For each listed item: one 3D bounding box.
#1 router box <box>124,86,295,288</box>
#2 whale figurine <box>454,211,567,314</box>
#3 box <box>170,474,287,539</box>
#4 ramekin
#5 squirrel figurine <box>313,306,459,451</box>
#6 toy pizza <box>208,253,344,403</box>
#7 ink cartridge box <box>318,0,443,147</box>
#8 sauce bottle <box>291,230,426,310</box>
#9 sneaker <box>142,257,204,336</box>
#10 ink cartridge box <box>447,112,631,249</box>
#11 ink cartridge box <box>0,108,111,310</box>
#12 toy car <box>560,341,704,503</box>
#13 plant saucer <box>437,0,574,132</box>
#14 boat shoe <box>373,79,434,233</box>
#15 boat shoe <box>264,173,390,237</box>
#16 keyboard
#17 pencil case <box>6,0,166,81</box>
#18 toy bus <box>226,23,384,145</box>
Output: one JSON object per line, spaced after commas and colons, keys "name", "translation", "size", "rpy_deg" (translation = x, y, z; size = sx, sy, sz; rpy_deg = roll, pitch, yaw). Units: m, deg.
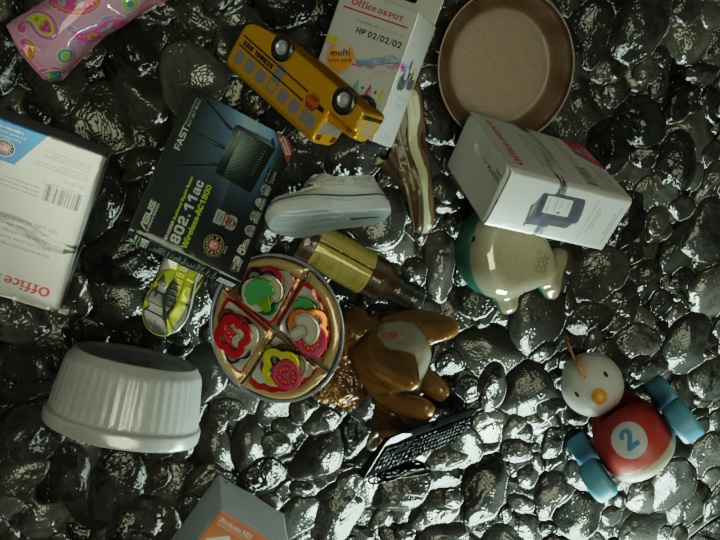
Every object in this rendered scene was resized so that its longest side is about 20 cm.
{"name": "router box", "translation": [-0.184, -0.101, 0.954], "size": [0.147, 0.062, 0.204], "rpy_deg": [24, 74, -16]}
{"name": "whale figurine", "translation": [0.213, -0.019, 1.095], "size": [0.197, 0.103, 0.163], "rpy_deg": [16, 85, -39]}
{"name": "box", "translation": [-0.211, 0.424, 1.105], "size": [0.123, 0.098, 0.202], "rpy_deg": [35, 95, -18]}
{"name": "ramekin", "translation": [-0.292, 0.154, 0.972], "size": [0.198, 0.202, 0.097], "rpy_deg": [13, 89, -15]}
{"name": "squirrel figurine", "translation": [0.028, 0.156, 1.081], "size": [0.196, 0.142, 0.190], "rpy_deg": [16, 130, 18]}
{"name": "toy pizza", "translation": [-0.117, 0.080, 1.027], "size": [0.195, 0.032, 0.205], "rpy_deg": [2, 98, 15]}
{"name": "ink cartridge box", "translation": [0.016, -0.273, 0.961], "size": [0.113, 0.068, 0.204], "rpy_deg": [24, 100, 21]}
{"name": "sauce bottle", "translation": [0.000, 0.000, 1.058], "size": [0.198, 0.065, 0.065], "rpy_deg": [30, 97, -17]}
{"name": "sneaker", "translation": [-0.231, -0.012, 1.004], "size": [0.074, 0.084, 0.203], "rpy_deg": [31, 75, -15]}
{"name": "ink cartridge box", "translation": [0.231, -0.117, 1.011], "size": [0.196, 0.146, 0.085], "rpy_deg": [10, 124, -25]}
{"name": "ink cartridge box", "translation": [-0.406, -0.074, 0.939], "size": [0.142, 0.084, 0.204], "rpy_deg": [19, 100, -16]}
{"name": "toy car", "translation": [0.363, 0.196, 1.145], "size": [0.183, 0.177, 0.201], "rpy_deg": [-39, 97, 12]}
{"name": "plant saucer", "translation": [0.194, -0.277, 1.043], "size": [0.195, 0.037, 0.205], "rpy_deg": [-3, 106, -12]}
{"name": "boat shoe", "translation": [0.054, -0.150, 1.034], "size": [0.073, 0.075, 0.207], "rpy_deg": [-8, 99, 2]}
{"name": "boat shoe", "translation": [-0.048, -0.090, 0.995], "size": [0.197, 0.068, 0.073], "rpy_deg": [-4, 154, -45]}
{"name": "keyboard", "translation": [0.082, 0.247, 1.037], "size": [0.197, 0.040, 0.105], "rpy_deg": [-6, 138, -46]}
{"name": "pencil case", "translation": [-0.311, -0.308, 0.900], "size": [0.198, 0.087, 0.088], "rpy_deg": [-37, 109, -2]}
{"name": "toy bus", "translation": [-0.067, -0.220, 0.927], "size": [0.200, 0.065, 0.079], "rpy_deg": [43, 109, 17]}
